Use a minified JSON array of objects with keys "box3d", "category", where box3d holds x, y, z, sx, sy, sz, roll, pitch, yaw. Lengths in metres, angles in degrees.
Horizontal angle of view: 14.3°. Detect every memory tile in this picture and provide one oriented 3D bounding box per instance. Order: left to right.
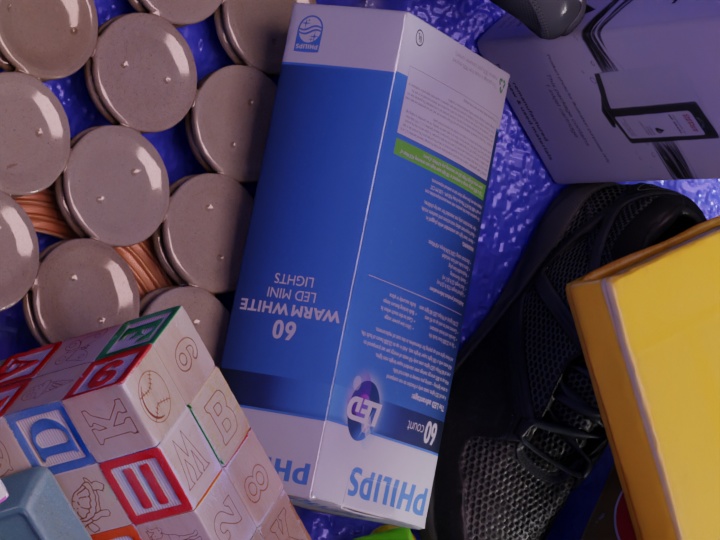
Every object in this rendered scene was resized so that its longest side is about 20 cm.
[{"box3d":[-0.096,-0.057,1.165,0.153,0.017,0.201,25,69,-31],"category":"memory tile"}]

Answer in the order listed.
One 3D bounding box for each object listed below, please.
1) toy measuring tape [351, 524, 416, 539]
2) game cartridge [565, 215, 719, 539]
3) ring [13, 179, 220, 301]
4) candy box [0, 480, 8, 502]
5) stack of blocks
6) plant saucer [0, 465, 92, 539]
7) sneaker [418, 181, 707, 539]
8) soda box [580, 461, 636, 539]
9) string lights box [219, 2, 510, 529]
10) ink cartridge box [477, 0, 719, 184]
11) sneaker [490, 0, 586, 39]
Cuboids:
[{"box3d":[0.025,0.188,1.184,0.073,0.074,0.201,26,34,-28],"category":"toy measuring tape"},{"box3d":[0.168,0.078,1.190,0.176,0.032,0.201,-21,99,-46],"category":"game cartridge"},{"box3d":[-0.141,0.049,1.154,0.199,0.019,0.202,0,91,-31],"category":"ring"},{"box3d":[-0.212,0.079,0.993,0.136,0.200,0.061,-35,106,-14],"category":"candy box"},{"box3d":[-0.079,0.123,1.107,0.201,0.115,0.059,62,32,-18],"category":"stack of blocks"},{"box3d":[-0.099,0.167,1.095,0.201,0.070,0.019,60,33,-18],"category":"plant saucer"},{"box3d":[0.097,0.049,1.244,0.076,0.114,0.200,37,73,-24],"category":"sneaker"},{"box3d":[0.154,0.088,1.289,0.201,0.067,0.064,-65,162,-14],"category":"soda box"},{"box3d":[0.000,0.000,1.192,0.103,0.059,0.201,24,76,-60],"category":"string lights box"},{"box3d":[0.169,-0.111,1.236,0.146,0.200,0.085,-41,110,-25],"category":"ink cartridge box"},{"box3d":[0.004,-0.153,1.207,0.200,0.074,0.085,38,83,-2],"category":"sneaker"}]
